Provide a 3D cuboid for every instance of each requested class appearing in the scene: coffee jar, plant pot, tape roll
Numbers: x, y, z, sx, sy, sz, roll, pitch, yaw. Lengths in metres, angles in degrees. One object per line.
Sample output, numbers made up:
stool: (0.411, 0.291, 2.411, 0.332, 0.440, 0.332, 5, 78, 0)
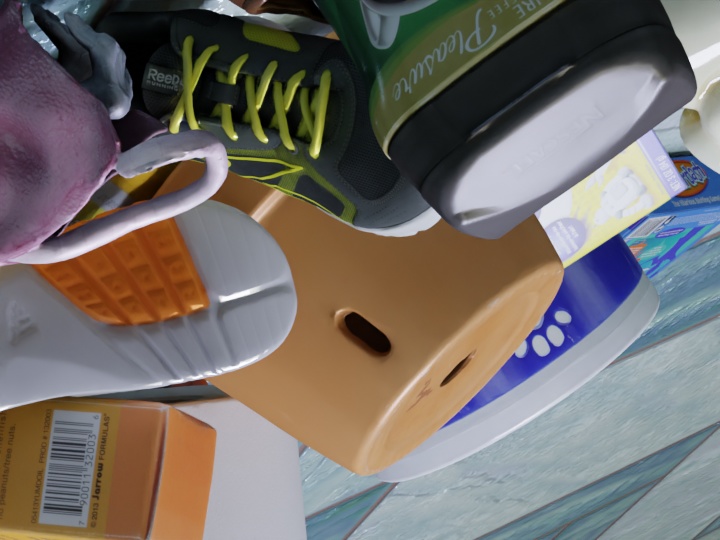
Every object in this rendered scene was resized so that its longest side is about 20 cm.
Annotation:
coffee jar: (0.022, -0.113, 0.855, 0.104, 0.200, 0.085, -35, 164, 14)
plant pot: (0.000, 0.000, 1.204, 0.200, 0.140, 0.200, -43, 167, -13)
tape roll: (-0.126, 0.135, 1.302, 0.202, 0.140, 0.203, -6, 180, 0)

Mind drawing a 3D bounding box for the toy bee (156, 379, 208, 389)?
toy bee: (-0.102, 0.106, 1.522, 0.131, 0.109, 0.200, -16, 135, -23)

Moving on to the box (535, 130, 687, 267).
box: (0.062, -0.036, 1.372, 0.200, 0.048, 0.117, -32, 132, 7)

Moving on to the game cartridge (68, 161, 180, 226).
game cartridge: (-0.165, -0.012, 1.128, 0.176, 0.032, 0.200, -33, 166, 4)

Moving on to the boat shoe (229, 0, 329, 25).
boat shoe: (-0.006, -0.125, 1.016, 0.072, 0.068, 0.200, -40, 163, 28)

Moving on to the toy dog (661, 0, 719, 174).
toy dog: (0.210, -0.163, 1.248, 0.194, 0.140, 0.200, 23, 135, -26)

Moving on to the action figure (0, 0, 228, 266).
action figure: (-0.157, -0.005, 0.953, 0.200, 0.149, 0.134, -50, 163, -5)

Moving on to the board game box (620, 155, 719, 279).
board game box: (0.148, -0.002, 1.737, 0.200, 0.045, 0.152, -41, 163, 29)

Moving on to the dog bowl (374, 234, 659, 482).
dog bowl: (0.072, 0.037, 1.518, 0.200, 0.079, 0.200, -33, -172, 5)

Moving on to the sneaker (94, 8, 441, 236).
sneaker: (-0.036, -0.059, 0.990, 0.084, 0.075, 0.200, 5, -173, -37)

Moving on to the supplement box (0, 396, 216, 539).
supplement box: (-0.170, 0.088, 1.157, 0.199, 0.069, 0.067, 5, 169, 19)

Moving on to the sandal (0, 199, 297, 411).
sandal: (-0.132, 0.018, 1.107, 0.206, 0.079, 0.059, -12, -175, -7)
